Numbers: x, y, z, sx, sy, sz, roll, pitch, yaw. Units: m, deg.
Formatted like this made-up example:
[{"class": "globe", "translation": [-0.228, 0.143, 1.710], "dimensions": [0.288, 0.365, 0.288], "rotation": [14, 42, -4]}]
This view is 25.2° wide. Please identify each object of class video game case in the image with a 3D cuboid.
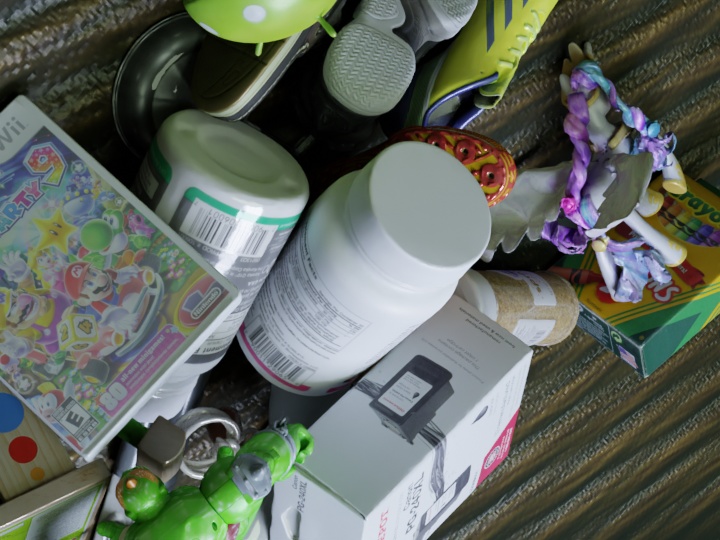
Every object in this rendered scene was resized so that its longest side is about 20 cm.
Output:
[{"class": "video game case", "translation": [-0.195, 0.002, 1.022], "dimensions": [0.143, 0.200, 0.018], "rotation": [-47, 171, -13]}]

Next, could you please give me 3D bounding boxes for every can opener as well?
[{"class": "can opener", "translation": [-0.160, 0.146, 1.244], "dimensions": [0.066, 0.052, 0.201], "rotation": [-35, 145, -64]}]

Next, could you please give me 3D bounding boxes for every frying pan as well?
[{"class": "frying pan", "translation": [-0.105, -0.098, 1.150], "dimensions": [0.115, 0.031, 0.191], "rotation": [-40, 132, -12]}]

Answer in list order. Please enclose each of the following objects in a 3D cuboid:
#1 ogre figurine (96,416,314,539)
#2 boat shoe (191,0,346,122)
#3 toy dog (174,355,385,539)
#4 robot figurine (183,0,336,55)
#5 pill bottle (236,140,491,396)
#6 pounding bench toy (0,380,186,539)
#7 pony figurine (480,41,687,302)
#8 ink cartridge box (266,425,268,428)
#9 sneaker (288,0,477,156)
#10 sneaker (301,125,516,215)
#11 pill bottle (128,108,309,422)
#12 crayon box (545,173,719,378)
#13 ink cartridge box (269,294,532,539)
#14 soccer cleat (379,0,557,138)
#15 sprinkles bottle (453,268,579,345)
[{"class": "ogre figurine", "translation": [-0.113, 0.168, 1.029], "dimensions": [0.199, 0.099, 0.120], "rotation": [-20, 174, -5]}, {"class": "boat shoe", "translation": [-0.043, -0.181, 1.102], "dimensions": [0.202, 0.071, 0.066], "rotation": [-62, 143, -13]}, {"class": "toy dog", "translation": [-0.063, 0.116, 1.243], "dimensions": [0.200, 0.096, 0.132], "rotation": [-41, 105, -19]}, {"class": "robot figurine", "translation": [-0.076, -0.233, 0.998], "dimensions": [0.115, 0.175, 0.201], "rotation": [-33, 108, -37]}, {"class": "pill bottle", "translation": [0.000, 0.000, 1.119], "dimensions": [0.113, 0.114, 0.200], "rotation": [-10, 160, -35]}, {"class": "pounding bench toy", "translation": [-0.232, 0.103, 1.064], "dimensions": [0.199, 0.157, 0.124], "rotation": [-24, 161, -28]}, {"class": "pony figurine", "translation": [0.200, -0.067, 1.348], "dimensions": [0.200, 0.166, 0.194], "rotation": [50, 51, -35]}, {"class": "ink cartridge box", "translation": [-0.003, 0.128, 1.342], "dimensions": [0.117, 0.067, 0.201], "rotation": [30, 95, -45]}, {"class": "sneaker", "translation": [0.010, -0.161, 1.173], "dimensions": [0.114, 0.075, 0.200], "rotation": [-42, -171, 48]}, {"class": "sneaker", "translation": [0.039, -0.070, 1.183], "dimensions": [0.077, 0.199, 0.074], "rotation": [-16, 99, -45]}, {"class": "pill bottle", "translation": [-0.125, 0.000, 1.113], "dimensions": [0.113, 0.113, 0.201], "rotation": [6, 125, -42]}, {"class": "crayon box", "translation": [0.280, -0.011, 1.450], "dimensions": [0.200, 0.127, 0.051], "rotation": [-39, 141, -16]}, {"class": "ink cartridge box", "translation": [0.030, 0.138, 1.193], "dimensions": [0.200, 0.083, 0.146], "rotation": [-42, 155, -32]}, {"class": "soccer cleat", "translation": [0.100, -0.163, 1.237], "dimensions": [0.200, 0.084, 0.065], "rotation": [-47, 136, -6]}, {"class": "sprinkles bottle", "translation": [0.115, 0.032, 1.345], "dimensions": [0.200, 0.068, 0.069], "rotation": [2, 116, -60]}]
